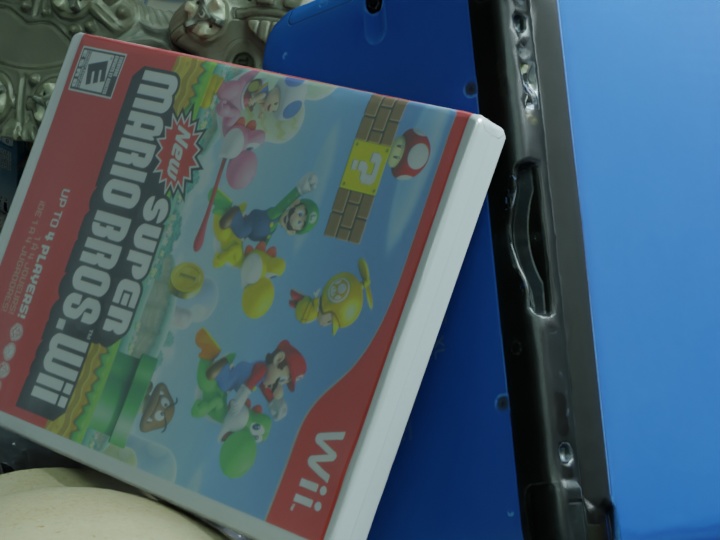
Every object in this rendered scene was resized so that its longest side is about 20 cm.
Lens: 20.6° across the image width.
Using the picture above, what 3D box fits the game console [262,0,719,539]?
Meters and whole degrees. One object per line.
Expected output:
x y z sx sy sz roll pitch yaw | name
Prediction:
0.069 -0.002 0.657 0.118 0.170 0.202 6 75 -44 | game console

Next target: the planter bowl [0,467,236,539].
-0.097 0.151 0.648 0.198 0.202 0.135 -8 32 -14 | planter bowl

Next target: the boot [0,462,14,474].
-0.221 0.054 0.754 0.131 0.070 0.201 -25 74 -29 | boot

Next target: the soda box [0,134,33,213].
-0.212 -0.104 0.847 0.199 0.064 0.069 27 57 8 | soda box

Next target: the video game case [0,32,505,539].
-0.053 0.002 0.657 0.199 0.017 0.144 16 84 42 | video game case

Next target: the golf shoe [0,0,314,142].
-0.082 -0.079 0.780 0.198 0.097 0.079 14 92 25 | golf shoe
